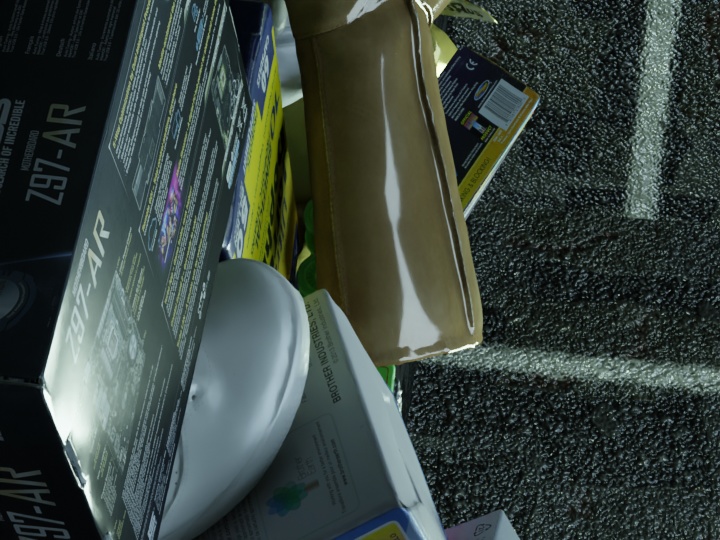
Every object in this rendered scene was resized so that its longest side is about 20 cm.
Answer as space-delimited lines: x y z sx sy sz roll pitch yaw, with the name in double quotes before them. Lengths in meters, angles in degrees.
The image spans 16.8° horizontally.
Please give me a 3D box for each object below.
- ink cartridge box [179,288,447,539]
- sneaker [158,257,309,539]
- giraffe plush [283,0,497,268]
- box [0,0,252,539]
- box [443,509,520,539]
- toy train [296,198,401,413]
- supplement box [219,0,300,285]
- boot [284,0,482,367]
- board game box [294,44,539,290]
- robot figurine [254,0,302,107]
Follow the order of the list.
"ink cartridge box" -0.073 0.111 0.911 0.076 0.199 0.137 61 5 -36
"sneaker" -0.097 0.063 0.836 0.200 0.075 0.089 -47 147 -15
"giraffe plush" -0.029 -0.092 1.401 0.200 0.172 0.162 10 -114 59
"box" -0.080 -0.015 0.745 0.160 0.043 0.201 80 18 -59
"box" -0.035 0.177 0.918 0.041 0.200 0.156 58 25 -20
"toy train" 0.000 0.000 1.090 0.042 0.056 0.201 90 7 -72
"supplement box" -0.089 -0.017 0.993 0.200 0.109 0.109 85 11 -64
"boot" 0.024 -0.064 1.060 0.175 0.066 0.201 -10 89 -51
"board game box" 0.006 -0.001 1.298 0.200 0.057 0.165 -55 178 -38
"robot figurine" -0.061 -0.157 1.125 0.170 0.112 0.201 -121 -147 -68
